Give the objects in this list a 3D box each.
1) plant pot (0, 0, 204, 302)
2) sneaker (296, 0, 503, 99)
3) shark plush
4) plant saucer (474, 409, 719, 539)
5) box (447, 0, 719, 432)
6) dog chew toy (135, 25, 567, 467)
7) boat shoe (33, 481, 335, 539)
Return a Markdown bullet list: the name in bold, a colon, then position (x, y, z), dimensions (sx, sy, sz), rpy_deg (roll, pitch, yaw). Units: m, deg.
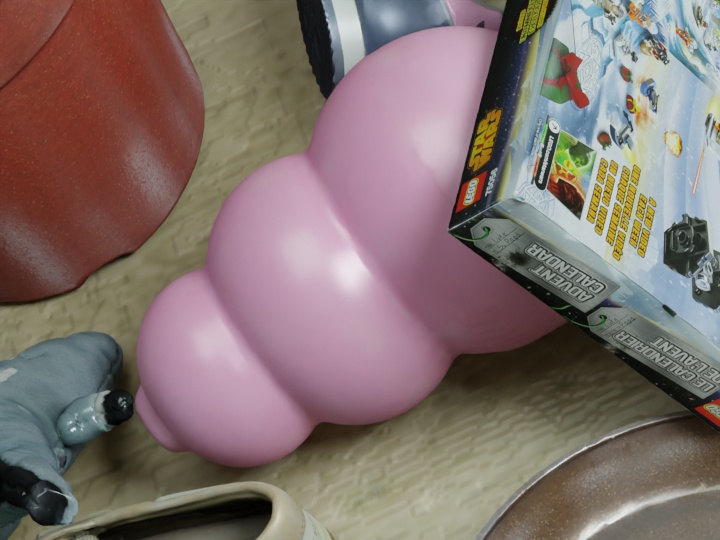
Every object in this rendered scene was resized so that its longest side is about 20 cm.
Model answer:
- **plant pot**: position (-0.166, -0.096, 1.169), dimensions (0.200, 0.195, 0.202), rpy_deg (-10, 57, 16)
- **sneaker**: position (0.009, -0.153, 1.223), dimensions (0.082, 0.070, 0.201), rpy_deg (-6, 55, -6)
- **shark plush**: position (-0.123, 0.053, 1.080), dimensions (0.083, 0.200, 0.091), rpy_deg (-19, 89, -5)
- **plant saucer**: position (0.126, 0.133, 0.989), dimensions (0.199, 0.032, 0.201), rpy_deg (-7, 49, 8)
- **box**: position (0.110, -0.061, 1.052), dimensions (0.040, 0.137, 0.201), rpy_deg (-29, 35, 44)
- **dog chew toy**: position (0.000, 0.000, 1.093), dimensions (0.200, 0.125, 0.125), rpy_deg (-37, 53, 7)
- **boat shoe**: position (-0.109, 0.123, 1.092), dimensions (0.199, 0.065, 0.072), rpy_deg (-16, 56, 13)
